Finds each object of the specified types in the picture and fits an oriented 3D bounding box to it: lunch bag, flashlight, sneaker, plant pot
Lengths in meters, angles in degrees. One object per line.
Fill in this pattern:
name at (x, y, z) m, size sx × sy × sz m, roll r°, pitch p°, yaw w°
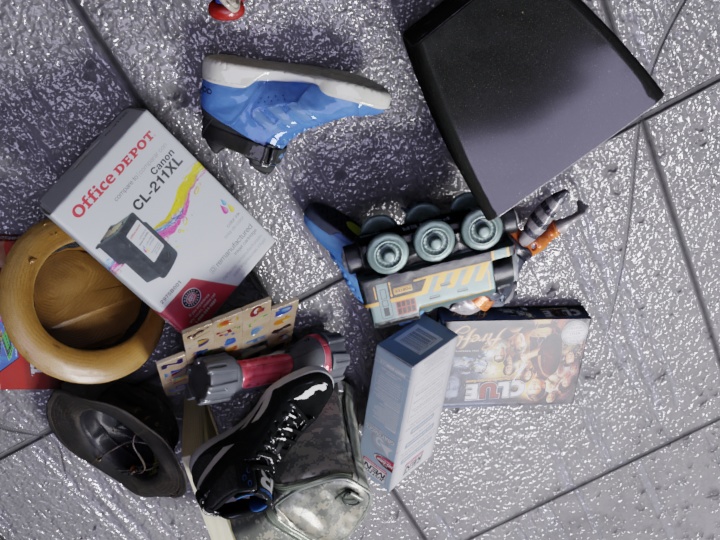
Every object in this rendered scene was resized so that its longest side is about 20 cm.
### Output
lunch bag at (-0.065, 0.242, 1.065) m, size 0.167 × 0.201 × 0.139 m, roll -39°, pitch 120°, yaw 17°
flashlight at (-0.105, 0.112, 1.011) m, size 0.198 × 0.067 × 0.069 m, roll -4°, pitch 100°, yaw -43°
sneaker at (-0.096, 0.203, 0.959) m, size 0.199 × 0.112 × 0.073 m, roll -39°, pitch 125°, yaw 2°
plant pot at (0.147, -0.201, 0.868) m, size 0.199 × 0.200 × 0.178 m, roll -36°, pitch 107°, yaw 11°
sneaker at (0.000, 0.000, 1.017) m, size 0.199 × 0.066 × 0.078 m, roll 36°, pitch 112°, yaw -25°
sneaker at (-0.071, -0.157, 0.909) m, size 0.197 × 0.077 × 0.113 m, roll 6°, pitch 112°, yaw -8°

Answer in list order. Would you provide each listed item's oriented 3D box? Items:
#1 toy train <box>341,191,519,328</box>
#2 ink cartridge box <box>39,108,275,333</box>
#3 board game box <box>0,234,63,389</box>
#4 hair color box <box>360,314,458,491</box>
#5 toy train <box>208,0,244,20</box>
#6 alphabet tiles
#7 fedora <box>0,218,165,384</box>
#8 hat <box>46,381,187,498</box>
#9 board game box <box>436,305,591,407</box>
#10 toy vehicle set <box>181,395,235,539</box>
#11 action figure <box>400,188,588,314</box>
toy train at (0.080, -0.011, 0.942) m, size 0.197 × 0.085 × 0.115 m, roll -14°, pitch 114°, yaw -4°
ink cartridge box at (-0.214, -0.050, 0.914) m, size 0.146 × 0.083 × 0.200 m, roll -50°, pitch 118°, yaw -10°
board game box at (-0.407, 0.052, 1.005) m, size 0.101 × 0.020 × 0.203 m, roll 0°, pitch 118°, yaw -11°
hair color box at (0.058, 0.168, 1.086) m, size 0.098 × 0.060 × 0.202 m, roll -27°, pitch 135°, yaw -44°
toy train at (-0.162, -0.267, 0.768) m, size 0.114 × 0.201 × 0.086 m, roll -2°, pitch 120°, yaw -3°
alphabet tiles at (-0.150, 0.084, 0.975) m, size 0.165 × 0.008 × 0.200 m, roll -21°, pitch 162°, yaw -16°
fedora at (-0.311, 0.033, 0.950) m, size 0.081 × 0.202 × 0.201 m, roll -14°, pitch 130°, yaw 44°
hat at (-0.281, 0.191, 1.055) m, size 0.198 × 0.081 × 0.202 m, roll 18°, pitch 139°, yaw 16°
board game box at (0.192, 0.114, 1.127) m, size 0.197 × 0.035 × 0.137 m, roll -1°, pitch 119°, yaw -9°
toy vehicle set at (-0.187, 0.269, 1.098) m, size 0.026 × 0.125 × 0.202 m, roll -13°, pitch 119°, yaw -2°
action figure at (0.150, -0.035, 1.003) m, size 0.198 × 0.105 × 0.195 m, roll 29°, pitch 101°, yaw -26°
